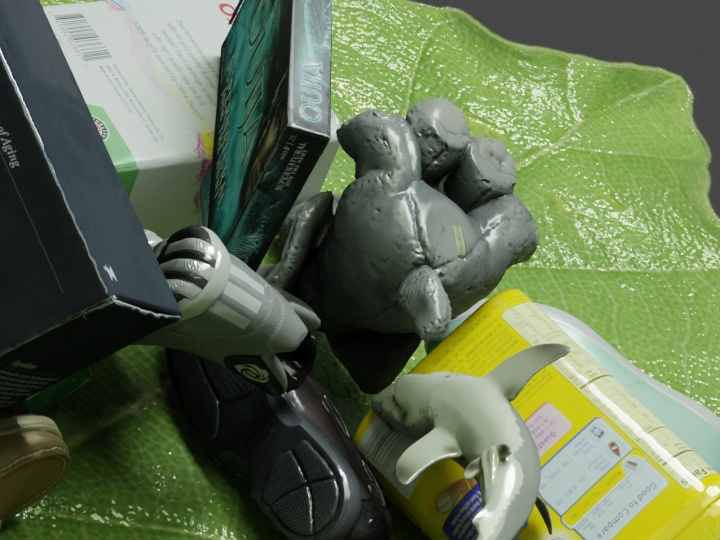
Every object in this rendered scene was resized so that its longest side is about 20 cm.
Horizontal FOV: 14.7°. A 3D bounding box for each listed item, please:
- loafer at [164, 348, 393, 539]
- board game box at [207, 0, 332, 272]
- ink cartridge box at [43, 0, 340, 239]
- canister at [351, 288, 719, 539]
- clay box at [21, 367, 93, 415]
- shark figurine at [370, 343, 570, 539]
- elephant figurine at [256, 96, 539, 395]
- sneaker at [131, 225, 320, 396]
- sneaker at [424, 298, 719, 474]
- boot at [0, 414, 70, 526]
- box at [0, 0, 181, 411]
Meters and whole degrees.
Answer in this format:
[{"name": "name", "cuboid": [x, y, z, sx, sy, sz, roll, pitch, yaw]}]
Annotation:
[{"name": "loafer", "cuboid": [-0.047, 0.087, 1.589, 0.063, 0.072, 0.200, 24, 24, -49]}, {"name": "board game box", "cuboid": [-0.052, -0.105, 1.613, 0.028, 0.136, 0.201, 16, 44, -16]}, {"name": "ink cartridge box", "cuboid": [-0.133, -0.092, 1.723, 0.199, 0.088, 0.146, -12, 51, -35]}, {"name": "canister", "cuboid": [0.109, 0.123, 1.568, 0.148, 0.087, 0.200, -42, 64, -8]}, {"name": "clay box", "cuboid": [-0.230, -0.023, 1.569, 0.047, 0.115, 0.200, -35, 61, -13]}, {"name": "shark figurine", "cuboid": [0.073, 0.125, 1.476, 0.090, 0.128, 0.215, 57, 18, -32]}, {"name": "elephant figurine", "cuboid": [0.000, 0.000, 1.632, 0.155, 0.200, 0.142, -17, 76, -47]}, {"name": "sneaker", "cuboid": [-0.086, 0.033, 1.549, 0.115, 0.200, 0.075, 32, 79, -18]}, {"name": "sneaker", "cuboid": [0.124, 0.093, 1.650, 0.200, 0.074, 0.118, 26, 32, -2]}, {"name": "boot", "cuboid": [-0.192, 0.165, 1.408, 0.155, 0.073, 0.200, 42, 43, 22]}, {"name": "box", "cuboid": [-0.229, -0.024, 1.419, 0.201, 0.196, 0.124, 65, 11, 10]}]
